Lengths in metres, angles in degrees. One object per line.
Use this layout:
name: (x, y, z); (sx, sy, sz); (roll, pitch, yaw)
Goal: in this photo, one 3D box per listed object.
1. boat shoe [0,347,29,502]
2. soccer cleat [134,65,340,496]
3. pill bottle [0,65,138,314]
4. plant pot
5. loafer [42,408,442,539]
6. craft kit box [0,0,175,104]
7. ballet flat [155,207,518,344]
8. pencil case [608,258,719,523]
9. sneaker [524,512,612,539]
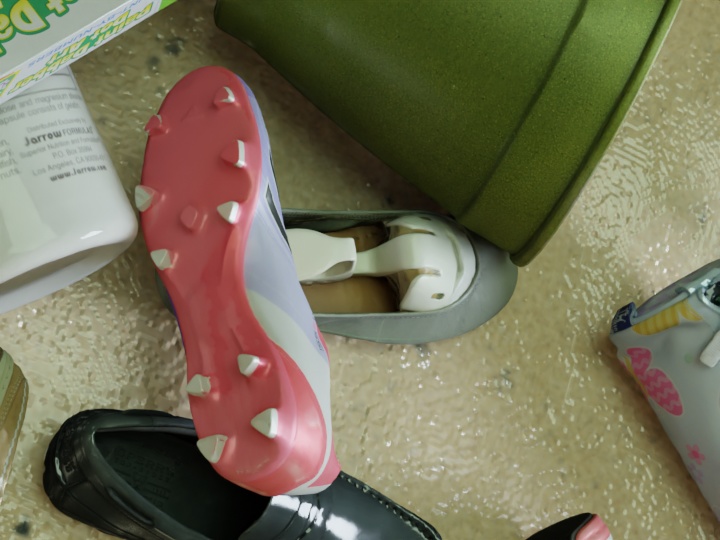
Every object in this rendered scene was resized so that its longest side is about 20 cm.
boat shoe: (-0.185, 0.131, 0.891); (0.076, 0.071, 0.201); (34, 71, -28)
soccer cleat: (-0.052, 0.006, 0.926); (0.076, 0.066, 0.201); (33, 40, -58)
pill bottle: (-0.187, -0.083, 0.916); (0.114, 0.114, 0.201); (-22, 85, -28)
plant pot: (0.038, -0.134, 1.005); (0.192, 0.201, 0.201); (26, 66, -3)
loafer: (-0.047, 0.112, 0.949); (0.199, 0.070, 0.069); (20, 68, -18)
craft kit box: (-0.167, -0.177, 0.870); (0.200, 0.048, 0.198); (-36, 89, -29)
ballet flat: (0.000, 0.000, 1.007); (0.198, 0.064, 0.068); (-1, 75, -25)
pencil case: (0.211, 0.089, 1.064); (0.083, 0.091, 0.201); (-30, 90, -29)
sneaker: (0.075, 0.206, 0.977); (0.087, 0.074, 0.200); (49, 62, -6)
